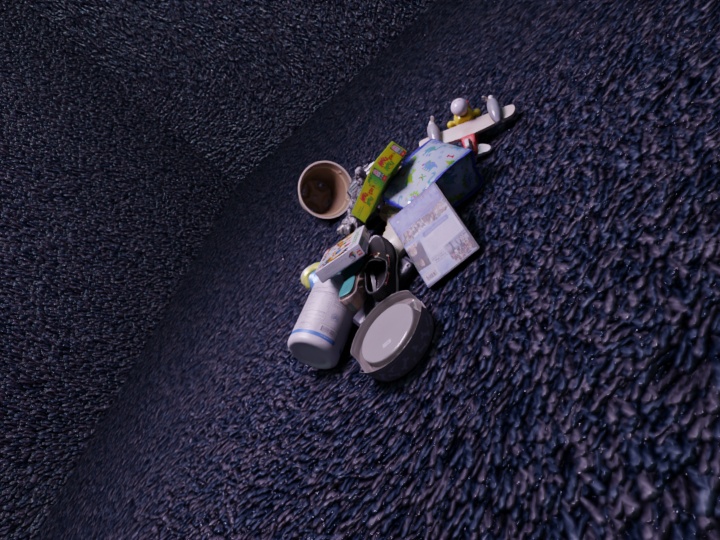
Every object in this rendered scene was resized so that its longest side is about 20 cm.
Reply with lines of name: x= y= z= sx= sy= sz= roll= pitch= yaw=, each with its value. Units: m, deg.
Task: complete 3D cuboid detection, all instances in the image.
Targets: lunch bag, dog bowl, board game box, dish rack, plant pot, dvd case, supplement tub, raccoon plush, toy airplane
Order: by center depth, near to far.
dog bowl: x=0.068 y=0.139 z=1.129 sx=0.200 sy=0.059 sz=0.201 roll=-40 pitch=26 yaw=24
dvd case: x=0.160 y=-0.079 z=1.202 sx=0.142 sy=0.017 sz=0.201 roll=-39 pitch=59 yaw=19
supplement tub: x=-0.083 y=0.123 z=1.327 sx=0.131 sy=0.132 sz=0.201 roll=-23 pitch=34 yaw=46
lunch bag: x=0.170 y=-0.212 z=1.336 sx=0.199 sy=0.128 sz=0.170 roll=-38 pitch=33 yaw=-12
board game box: x=-0.039 y=-0.044 z=1.344 sx=0.126 sy=0.035 sz=0.200 roll=-33 pitch=12 yaw=13
board game box: x=0.044 y=-0.220 z=1.384 sx=0.102 sy=0.047 sz=0.200 roll=-54 pitch=-4 yaw=-34
toy airplane: x=0.271 y=-0.375 z=1.418 sx=0.200 sy=0.142 sz=0.199 roll=-44 pitch=38 yaw=-14
raccoon plush: x=-0.009 y=-0.182 z=1.571 sx=0.134 sy=0.096 sz=0.201 roll=-41 pitch=35 yaw=31
dish rack: x=0.038 y=-0.227 z=1.613 sx=0.153 sy=0.054 sz=0.201 roll=-43 pitch=61 yaw=16
plant pot: x=-0.143 y=-0.278 z=1.980 sx=0.201 sy=0.200 sz=0.183 roll=-54 pitch=12 yaw=-10

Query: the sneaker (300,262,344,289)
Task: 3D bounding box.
sneaker: x=-0.058 y=0.004 z=1.480 sx=0.199 sy=0.076 sz=0.105 roll=-34 pitch=57 yaw=-11

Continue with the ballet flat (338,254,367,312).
ballet flat: x=-0.007 y=0.031 z=1.291 sx=0.068 sy=0.067 sz=0.201 roll=-27 pitch=23 yaw=28

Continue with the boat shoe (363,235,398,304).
boat shoe: x=0.044 y=-0.013 z=1.267 sx=0.073 sy=0.063 sz=0.203 roll=-29 pitch=42 yaw=25

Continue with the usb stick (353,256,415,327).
usb stick: x=0.057 y=0.054 z=1.286 sx=0.200 sy=0.033 sz=0.055 roll=-50 pitch=26 yaw=-2

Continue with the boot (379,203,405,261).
boot: x=0.075 y=-0.089 z=1.412 sx=0.155 sy=0.072 sz=0.200 roll=-52 pitch=31 yaw=-5
